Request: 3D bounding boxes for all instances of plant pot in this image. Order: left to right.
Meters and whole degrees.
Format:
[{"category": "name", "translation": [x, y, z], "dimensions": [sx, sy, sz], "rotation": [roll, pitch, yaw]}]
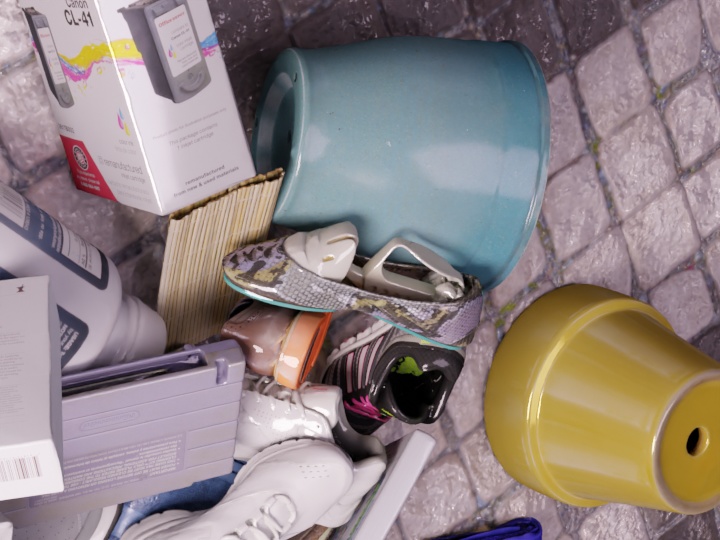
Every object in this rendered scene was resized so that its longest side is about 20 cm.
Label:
[{"category": "plant pot", "translation": [0.019, -0.092, 1.224], "dimensions": [0.187, 0.200, 0.201], "rotation": [6, 98, -19]}, {"category": "plant pot", "translation": [0.243, 0.128, 1.420], "dimensions": [0.200, 0.189, 0.202], "rotation": [-8, 106, -32]}]

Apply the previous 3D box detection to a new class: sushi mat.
[{"category": "sushi mat", "translation": [-0.110, 0.000, 1.179], "dimensions": [0.095, 0.012, 0.200], "rotation": [-24, 155, -26]}]

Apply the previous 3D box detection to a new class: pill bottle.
[{"category": "pill bottle", "translation": [-0.238, 0.020, 1.107], "dimensions": [0.200, 0.119, 0.120], "rotation": [38, 79, -34]}]

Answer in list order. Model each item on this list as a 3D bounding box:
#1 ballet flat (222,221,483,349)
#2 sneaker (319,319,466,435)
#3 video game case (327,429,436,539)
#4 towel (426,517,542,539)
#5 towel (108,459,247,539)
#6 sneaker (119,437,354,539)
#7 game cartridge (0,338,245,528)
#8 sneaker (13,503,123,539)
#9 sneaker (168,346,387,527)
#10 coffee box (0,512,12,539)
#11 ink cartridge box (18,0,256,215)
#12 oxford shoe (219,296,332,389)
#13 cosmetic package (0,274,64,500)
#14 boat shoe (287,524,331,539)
[{"category": "ballet flat", "translation": [0.000, 0.000, 1.158], "dimensions": [0.199, 0.072, 0.072], "rotation": [15, 93, -14]}, {"category": "sneaker", "translation": [0.023, 0.093, 1.267], "dimensions": [0.073, 0.200, 0.088], "rotation": [24, 45, -21]}, {"category": "video game case", "translation": [-0.010, 0.226, 1.277], "dimensions": [0.024, 0.182, 0.201], "rotation": [31, 76, -2]}, {"category": "towel", "translation": [0.112, 0.338, 1.465], "dimensions": [0.147, 0.049, 0.201], "rotation": [-7, 105, -32]}, {"category": "towel", "translation": [-0.163, 0.221, 1.250], "dimensions": [0.111, 0.048, 0.201], "rotation": [32, 83, -34]}, {"category": "sneaker", "translation": [-0.089, 0.199, 1.183], "dimensions": [0.199, 0.087, 0.075], "rotation": [-32, 110, -2]}, {"category": "game cartridge", "translation": [-0.183, 0.118, 1.116], "dimensions": [0.199, 0.038, 0.130], "rotation": [-11, 141, -22]}, {"category": "sneaker", "translation": [-0.264, 0.224, 1.151], "dimensions": [0.115, 0.075, 0.201], "rotation": [30, 59, -9]}, {"category": "sneaker", "translation": [-0.061, 0.110, 1.237], "dimensions": [0.200, 0.078, 0.099], "rotation": [35, 120, -15]}, {"category": "coffee box", "translation": [-0.359, 0.238, 1.027], "dimensions": [0.199, 0.197, 0.201], "rotation": [-2, 102, -34]}, {"category": "ink cartridge box", "translation": [-0.164, -0.152, 1.099], "dimensions": [0.085, 0.147, 0.201], "rotation": [-27, 114, -27]}, {"category": "oxford shoe", "translation": [-0.062, 0.038, 1.216], "dimensions": [0.073, 0.200, 0.072], "rotation": [19, 95, 2]}, {"category": "cosmetic package", "translation": [-0.285, 0.079, 0.968], "dimensions": [0.199, 0.151, 0.052], "rotation": [-7, 133, -6]}, {"category": "boat shoe", "translation": [-0.066, 0.234, 1.318], "dimensions": [0.201, 0.071, 0.076], "rotation": [-58, 156, -14]}]
